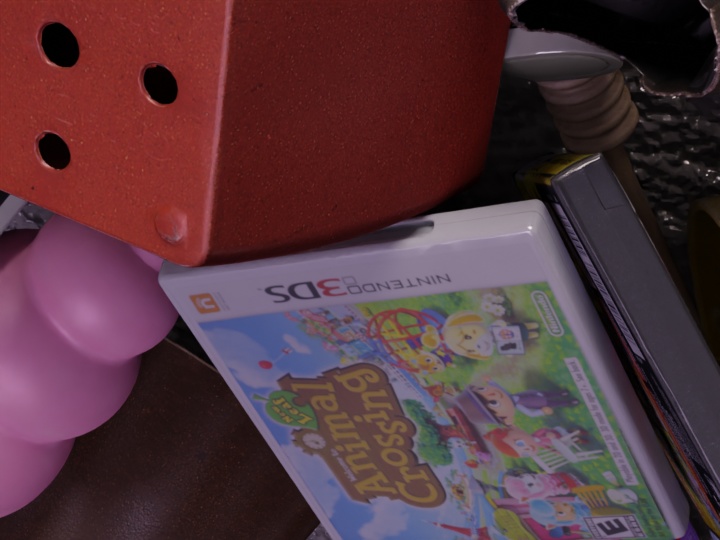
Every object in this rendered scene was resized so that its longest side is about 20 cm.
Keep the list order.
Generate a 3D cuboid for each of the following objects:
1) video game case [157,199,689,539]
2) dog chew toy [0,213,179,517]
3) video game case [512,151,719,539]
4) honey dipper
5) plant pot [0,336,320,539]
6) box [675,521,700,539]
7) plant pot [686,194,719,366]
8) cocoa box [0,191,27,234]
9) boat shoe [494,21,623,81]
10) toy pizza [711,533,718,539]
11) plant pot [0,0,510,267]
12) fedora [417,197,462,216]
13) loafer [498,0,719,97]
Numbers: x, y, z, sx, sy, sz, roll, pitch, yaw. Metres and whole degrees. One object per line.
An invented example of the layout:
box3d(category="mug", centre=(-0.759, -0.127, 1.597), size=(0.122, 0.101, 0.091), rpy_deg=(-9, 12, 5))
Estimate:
box3d(category="video game case", centre=(0.031, 0.056, 0.837), size=(0.181, 0.022, 0.200), rpy_deg=(-7, 133, 28))
box3d(category="dog chew toy", centre=(-0.165, 0.038, 0.919), size=(0.200, 0.125, 0.125), rpy_deg=(-36, 114, 25))
box3d(category="video game case", centre=(0.130, 0.040, 0.815), size=(0.025, 0.181, 0.201), rpy_deg=(-29, 93, 1))
box3d(category="honey dipper", centre=(0.129, -0.027, 0.883), size=(0.038, 0.038, 0.200), rpy_deg=(-2, 136, 30))
box3d(category="plant pot", centre=(-0.134, 0.149, 1.039), size=(0.186, 0.200, 0.187), rpy_deg=(32, 169, 7))
box3d(category="box", centre=(0.115, 0.173, 1.081), size=(0.199, 0.039, 0.137), rpy_deg=(6, 139, 42))
box3d(category="plant pot", centre=(0.239, 0.046, 0.811), size=(0.141, 0.200, 0.200), rpy_deg=(-16, 133, 1))
box3d(category="cocoa box", centre=(-0.268, -0.014, 0.858), size=(0.133, 0.200, 0.131), rpy_deg=(48, 151, -25))
box3d(category="boat shoe", centre=(0.024, -0.114, 0.824), size=(0.200, 0.061, 0.072), rpy_deg=(0, 175, 33))
box3d(category="toy pizza", centre=(0.282, 0.136, 0.980), size=(0.199, 0.032, 0.201), rpy_deg=(14, 140, 12))
box3d(category="plant pot", centre=(-0.063, -0.114, 0.709), size=(0.199, 0.176, 0.201), rpy_deg=(22, 124, 20))
box3d(category="fedora", centre=(0.000, 0.000, 0.937), size=(0.176, 0.091, 0.200), rpy_deg=(20, 147, 8))
box3d(category="loafer", centre=(0.129, -0.088, 0.681), size=(0.199, 0.072, 0.073), rpy_deg=(13, 150, -13))
